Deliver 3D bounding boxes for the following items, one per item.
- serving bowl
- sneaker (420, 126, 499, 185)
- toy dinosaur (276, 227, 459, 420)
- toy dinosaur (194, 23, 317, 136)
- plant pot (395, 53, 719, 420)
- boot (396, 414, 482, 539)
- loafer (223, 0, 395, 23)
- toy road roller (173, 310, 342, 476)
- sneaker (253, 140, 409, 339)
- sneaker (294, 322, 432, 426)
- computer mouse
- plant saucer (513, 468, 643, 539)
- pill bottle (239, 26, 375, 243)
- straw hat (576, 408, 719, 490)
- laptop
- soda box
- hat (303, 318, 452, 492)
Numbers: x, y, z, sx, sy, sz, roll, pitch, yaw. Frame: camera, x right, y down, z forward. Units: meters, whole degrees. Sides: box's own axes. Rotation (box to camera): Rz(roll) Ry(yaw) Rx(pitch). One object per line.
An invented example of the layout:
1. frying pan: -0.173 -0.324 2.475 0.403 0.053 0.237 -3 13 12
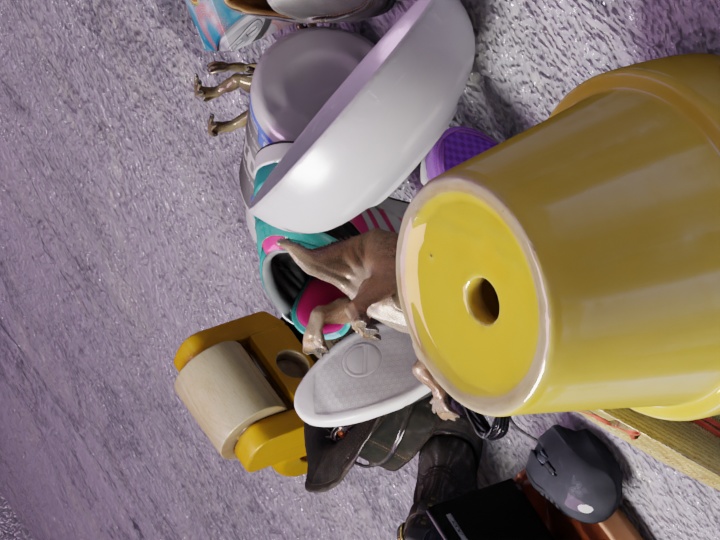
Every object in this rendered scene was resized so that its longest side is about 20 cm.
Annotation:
1. serving bowl: 0.013 -0.097 1.441 0.066 0.200 0.200 39 162 -7
2. sneaker: 0.121 -0.030 1.411 0.200 0.080 0.089 48 151 21
3. toy dinosaur: 0.038 0.007 1.466 0.200 0.136 0.086 24 152 -5
4. toy dinosaur: -0.078 -0.139 1.725 0.200 0.101 0.058 133 126 -70
5. plant pot: 0.130 -0.005 1.164 0.201 0.189 0.201 26 123 48
6. boot: 0.058 0.233 1.767 0.069 0.174 0.200 5 133 13
7. loafer: -0.035 -0.206 1.567 0.200 0.072 0.073 5 120 67
8. toy road roller: -0.077 0.123 1.922 0.123 0.200 0.146 52 136 24
9. sneaker: 0.000 0.000 1.563 0.200 0.121 0.084 27 145 -31
10. sneaker: 0.051 0.076 1.554 0.071 0.200 0.099 58 172 33
11. computer mouse: 0.125 0.125 1.611 0.200 0.034 0.059 38 109 47
12. plant saucer: 0.184 0.235 1.656 0.200 0.032 0.201 50 156 31
13. pill bottle: -0.035 -0.089 1.659 0.114 0.114 0.200 55 159 19
14. straw hat: 0.186 0.067 1.328 0.201 0.085 0.201 28 176 2
15. laptop: 0.121 0.262 1.650 0.177 0.103 0.200 57 160 16
16. soda box: -0.119 -0.275 1.689 0.064 0.068 0.200 12 126 65
17. hat: 0.028 0.103 1.764 0.081 0.201 0.201 26 167 -15
